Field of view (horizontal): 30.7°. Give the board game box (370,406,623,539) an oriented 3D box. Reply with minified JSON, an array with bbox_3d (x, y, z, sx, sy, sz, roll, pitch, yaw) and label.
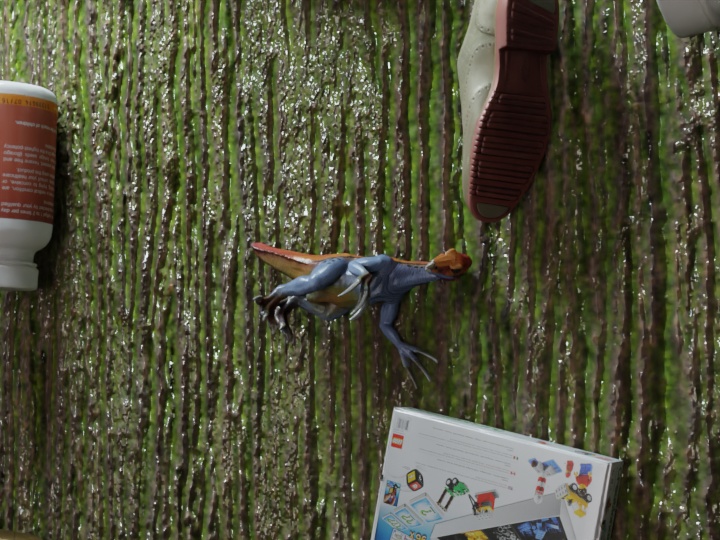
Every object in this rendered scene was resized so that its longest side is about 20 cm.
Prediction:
[{"bbox_3d":[0.106,0.193,1.060,0.198,0.034,0.128,11,91,32],"label":"board game box"}]

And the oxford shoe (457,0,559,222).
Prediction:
[{"bbox_3d":[0.112,-0.142,1.078,0.074,0.070,0.203,18,98,58],"label":"oxford shoe"}]

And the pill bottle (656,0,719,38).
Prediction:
[{"bbox_3d":[0.308,-0.237,0.923,0.198,0.114,0.116,-13,80,30],"label":"pill bottle"}]

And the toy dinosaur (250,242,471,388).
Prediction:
[{"bbox_3d":[0.000,0.000,1.116,0.179,0.105,0.202,-26,59,6],"label":"toy dinosaur"}]

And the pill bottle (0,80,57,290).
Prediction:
[{"bbox_3d":[-0.365,-0.083,1.328,0.111,0.112,0.204,-1,85,31],"label":"pill bottle"}]

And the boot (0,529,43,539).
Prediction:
[{"bbox_3d":[-0.413,0.342,1.347,0.197,0.073,0.158,1,84,26],"label":"boot"}]
